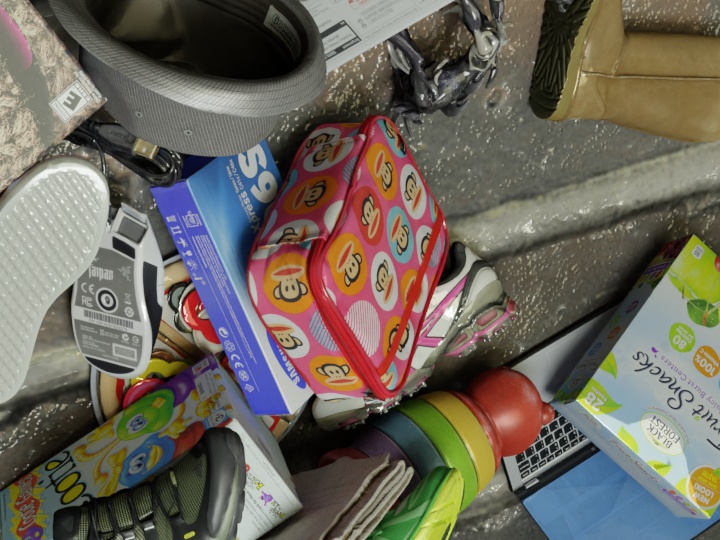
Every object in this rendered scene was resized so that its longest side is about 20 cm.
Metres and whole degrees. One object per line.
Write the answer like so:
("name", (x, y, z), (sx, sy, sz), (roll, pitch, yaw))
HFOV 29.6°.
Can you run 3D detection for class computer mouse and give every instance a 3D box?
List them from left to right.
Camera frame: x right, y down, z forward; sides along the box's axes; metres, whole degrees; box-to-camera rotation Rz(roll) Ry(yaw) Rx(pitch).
("computer mouse", (-0.178, -0.017, 0.999), (0.044, 0.109, 0.202), (-42, 141, -58))

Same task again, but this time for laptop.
("laptop", (0.237, 0.160, 1.266), (0.186, 0.116, 0.201), (-28, 118, -19))

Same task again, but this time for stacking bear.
("stacking bear", (0.074, 0.154, 1.171), (0.199, 0.121, 0.114), (-30, 134, -24))

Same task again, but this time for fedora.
("fedora", (-0.124, -0.146, 0.933), (0.198, 0.178, 0.091), (18, 131, -8))

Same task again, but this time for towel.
("towel", (-0.058, 0.200, 1.051), (0.035, 0.199, 0.133), (57, 42, -10))

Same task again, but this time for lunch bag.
("lunch bag", (0.000, 0.000, 1.049), (0.177, 0.081, 0.201), (60, 36, -36))

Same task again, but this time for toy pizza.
("toy pizza", (-0.118, 0.079, 1.091), (0.199, 0.032, 0.202), (-9, 110, -26))

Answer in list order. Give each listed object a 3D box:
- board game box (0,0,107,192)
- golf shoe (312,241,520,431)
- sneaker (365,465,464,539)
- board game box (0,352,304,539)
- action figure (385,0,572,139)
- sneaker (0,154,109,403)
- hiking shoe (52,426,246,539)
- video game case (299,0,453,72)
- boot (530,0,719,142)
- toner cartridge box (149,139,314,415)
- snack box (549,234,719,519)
("board game box", (-0.295, -0.110, 0.876), (0.200, 0.097, 0.160), (-43, 111, -10))
("golf shoe", (0.034, 0.058, 1.156), (0.199, 0.073, 0.092), (-35, 90, -10))
("sneaker", (0.002, 0.220, 1.047), (0.200, 0.083, 0.074), (-46, 158, -6))
("board game box", (-0.161, 0.174, 1.031), (0.199, 0.103, 0.105), (-33, 120, 0))
("action figure", (0.074, -0.189, 1.068), (0.200, 0.102, 0.119), (-43, 165, 35))
("sneaker", (-0.236, -0.013, 0.941), (0.075, 0.105, 0.201), (18, 118, -25))
("hiking shoe", (-0.157, 0.183, 0.933), (0.100, 0.076, 0.201), (28, 105, -30))
("video game case", (-0.020, -0.240, 0.970), (0.199, 0.023, 0.182), (-24, 128, 31))
("boot", (0.252, -0.202, 1.188), (0.198, 0.066, 0.176), (1, 118, -28))
("toner cartridge box", (-0.079, 0.001, 1.041), (0.095, 0.043, 0.201), (-43, 117, -44))
("snack box", (0.300, 0.098, 1.255), (0.168, 0.068, 0.200), (40, 75, -6))
